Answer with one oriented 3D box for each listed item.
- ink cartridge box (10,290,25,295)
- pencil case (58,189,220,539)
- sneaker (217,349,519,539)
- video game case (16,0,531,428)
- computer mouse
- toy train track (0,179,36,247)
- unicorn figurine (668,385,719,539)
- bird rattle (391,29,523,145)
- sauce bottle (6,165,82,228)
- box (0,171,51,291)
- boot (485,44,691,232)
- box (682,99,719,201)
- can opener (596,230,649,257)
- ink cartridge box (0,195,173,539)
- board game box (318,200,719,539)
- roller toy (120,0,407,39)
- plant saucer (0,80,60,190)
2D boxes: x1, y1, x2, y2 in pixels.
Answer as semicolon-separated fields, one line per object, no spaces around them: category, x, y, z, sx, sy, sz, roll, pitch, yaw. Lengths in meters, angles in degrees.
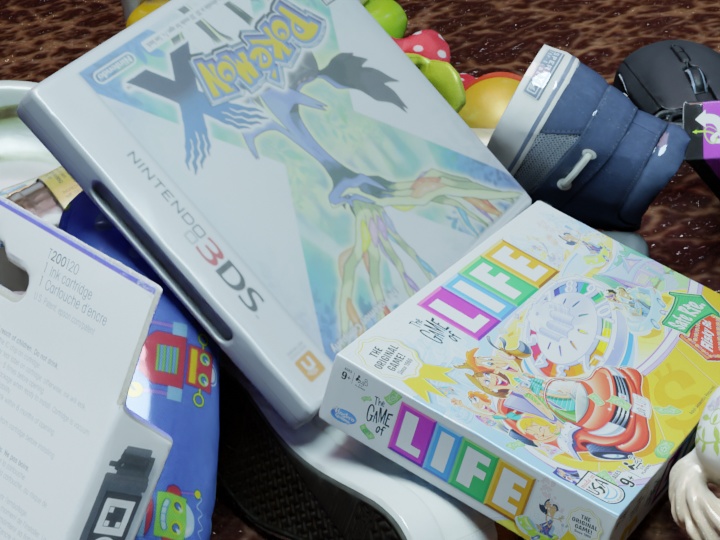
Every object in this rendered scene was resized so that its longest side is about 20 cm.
ink cartridge box;-0.212;0.076;0.928;0.198;0.086;0.146;3;29;24
pencil case;-0.101;0.057;0.829;0.087;0.077;0.202;-36;44;44
sneaker;-0.003;0.082;0.854;0.084;0.074;0.200;-19;34;-31
video game case;-0.031;-0.051;0.870;0.200;0.183;0.022;-41;0;-45
computer mouse;0.224;-0.116;1.150;0.139;0.047;0.200;-9;13;1
toy train track;-0.137;-0.051;0.975;0.199;0.033;0.115;-25;65;-26
unicorn figurine;0.194;0.036;0.774;0.137;0.074;0.200;28;63;40
bird rattle;0.062;-0.087;1.184;0.161;0.114;0.200;5;14;7
sauce bottle;-0.075;-0.054;0.940;0.199;0.065;0.065;-28;29;-16
box;-0.095;-0.023;1.044;0.199;0.095;0.078;-22;65;-28
boot;0.105;-0.040;1.009;0.090;0.200;0.073;31;71;3
box;0.276;-0.064;0.988;0.198;0.037;0.143;-1;-9;19
can opener;0.055;0.015;1.002;0.198;0.053;0.067;2;60;25
ink cartridge box;-0.164;0.068;0.774;0.197;0.202;0.043;27;8;39
board game box;0.089;0.043;0.839;0.134;0.035;0.200;28;32;18
roller toy;-0.083;-0.195;1.377;0.198;0.141;0.182;-18;25;-13
plant saucer;-0.201;-0.020;1.106;0.198;0.050;0.202;6;53;-8
